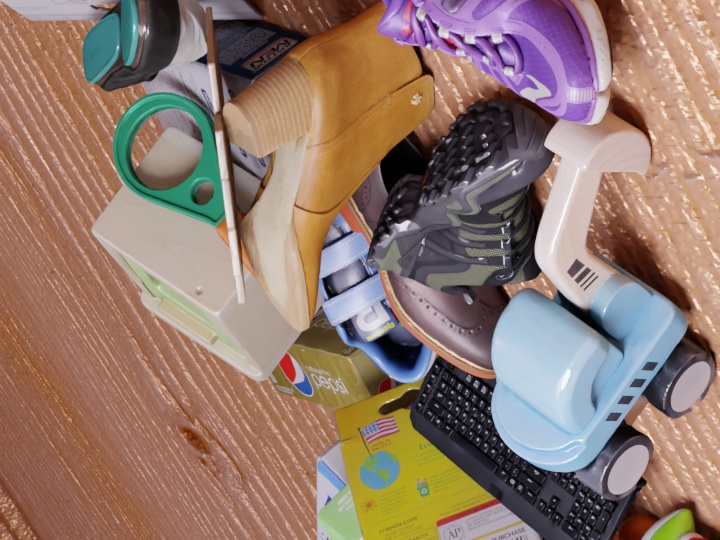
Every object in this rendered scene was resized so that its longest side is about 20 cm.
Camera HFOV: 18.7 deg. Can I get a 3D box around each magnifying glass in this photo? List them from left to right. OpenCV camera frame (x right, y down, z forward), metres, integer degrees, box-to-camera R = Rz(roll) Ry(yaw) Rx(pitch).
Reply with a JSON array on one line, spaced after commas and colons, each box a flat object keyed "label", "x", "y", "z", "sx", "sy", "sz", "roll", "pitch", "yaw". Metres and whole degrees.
[{"label": "magnifying glass", "x": -0.107, "y": -0.050, "z": 1.587, "sx": 0.200, "sy": 0.080, "sz": 0.022, "roll": 49, "pitch": -172, "yaw": 24}]

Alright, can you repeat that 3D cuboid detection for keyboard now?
[{"label": "keyboard", "x": 0.110, "y": 0.113, "z": 1.526, "sx": 0.200, "sy": 0.104, "sz": 0.040, "roll": 36, "pitch": -166, "yaw": 38}]

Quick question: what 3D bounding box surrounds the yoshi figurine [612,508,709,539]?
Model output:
[{"label": "yoshi figurine", "x": 0.233, "y": 0.243, "z": 1.478, "sx": 0.200, "sy": 0.113, "sz": 0.112, "roll": 24, "pitch": 161, "yaw": 49}]

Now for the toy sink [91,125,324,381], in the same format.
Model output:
[{"label": "toy sink", "x": -0.103, "y": -0.001, "z": 1.691, "sx": 0.130, "sy": 0.112, "sz": 0.200, "roll": 33, "pitch": 170, "yaw": 22}]

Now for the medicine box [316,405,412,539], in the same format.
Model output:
[{"label": "medicine box", "x": 0.057, "y": 0.230, "z": 1.823, "sx": 0.182, "sy": 0.103, "sz": 0.200, "roll": 45, "pitch": 159, "yaw": 22}]

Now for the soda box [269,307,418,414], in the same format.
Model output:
[{"label": "soda box", "x": -0.017, "y": 0.068, "z": 1.779, "sx": 0.068, "sy": 0.064, "sz": 0.200, "roll": 60, "pitch": 158, "yaw": -19}]

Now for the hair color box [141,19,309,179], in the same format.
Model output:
[{"label": "hair color box", "x": -0.092, "y": -0.132, "z": 1.626, "sx": 0.200, "sy": 0.060, "sz": 0.100, "roll": 24, "pitch": 145, "yaw": 53}]

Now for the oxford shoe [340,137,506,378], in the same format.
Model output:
[{"label": "oxford shoe", "x": 0.051, "y": -0.013, "z": 1.502, "sx": 0.200, "sy": 0.071, "sz": 0.072, "roll": 53, "pitch": 150, "yaw": -6}]

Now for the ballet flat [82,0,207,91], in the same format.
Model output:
[{"label": "ballet flat", "x": -0.146, "y": -0.168, "z": 1.529, "sx": 0.200, "sy": 0.068, "sz": 0.068, "roll": 173, "pitch": 95, "yaw": -73}]

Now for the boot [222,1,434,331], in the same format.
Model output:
[{"label": "boot", "x": -0.010, "y": -0.066, "z": 1.432, "sx": 0.071, "sy": 0.144, "sz": 0.202, "roll": 36, "pitch": 147, "yaw": 41}]

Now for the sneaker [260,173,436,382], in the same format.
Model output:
[{"label": "sneaker", "x": 0.000, "y": 0.000, "z": 1.561, "sx": 0.200, "sy": 0.074, "sz": 0.082, "roll": 49, "pitch": -156, "yaw": -31}]

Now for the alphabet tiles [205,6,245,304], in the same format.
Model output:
[{"label": "alphabet tiles", "x": -0.090, "y": -0.079, "z": 1.464, "sx": 0.200, "sy": 0.006, "sz": 0.167, "roll": -101, "pitch": 5, "yaw": -67}]

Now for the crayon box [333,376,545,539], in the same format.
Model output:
[{"label": "crayon box", "x": 0.063, "y": 0.169, "z": 1.589, "sx": 0.051, "sy": 0.126, "sz": 0.201, "roll": 60, "pitch": -168, "yaw": -50}]

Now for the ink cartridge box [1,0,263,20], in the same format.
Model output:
[{"label": "ink cartridge box", "x": -0.188, "y": -0.222, "z": 1.542, "sx": 0.199, "sy": 0.045, "sz": 0.176, "roll": 2, "pitch": 171, "yaw": 21}]

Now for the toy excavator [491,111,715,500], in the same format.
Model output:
[{"label": "toy excavator", "x": 0.133, "y": 0.020, "z": 1.304, "sx": 0.100, "sy": 0.195, "sz": 0.200, "roll": 37, "pitch": -178, "yaw": 38}]

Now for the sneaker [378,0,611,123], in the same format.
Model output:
[{"label": "sneaker", "x": 0.059, "y": -0.137, "z": 1.220, "sx": 0.200, "sy": 0.083, "sz": 0.081, "roll": 39, "pitch": 142, "yaw": 34}]

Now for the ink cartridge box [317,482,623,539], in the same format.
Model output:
[{"label": "ink cartridge box", "x": 0.090, "y": 0.206, "z": 1.640, "sx": 0.200, "sy": 0.145, "sz": 0.084, "roll": 37, "pitch": 163, "yaw": 38}]

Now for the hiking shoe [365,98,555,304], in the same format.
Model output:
[{"label": "hiking shoe", "x": 0.085, "y": -0.041, "z": 1.396, "sx": 0.100, "sy": 0.076, "sz": 0.200, "roll": 26, "pitch": 151, "yaw": -16}]
